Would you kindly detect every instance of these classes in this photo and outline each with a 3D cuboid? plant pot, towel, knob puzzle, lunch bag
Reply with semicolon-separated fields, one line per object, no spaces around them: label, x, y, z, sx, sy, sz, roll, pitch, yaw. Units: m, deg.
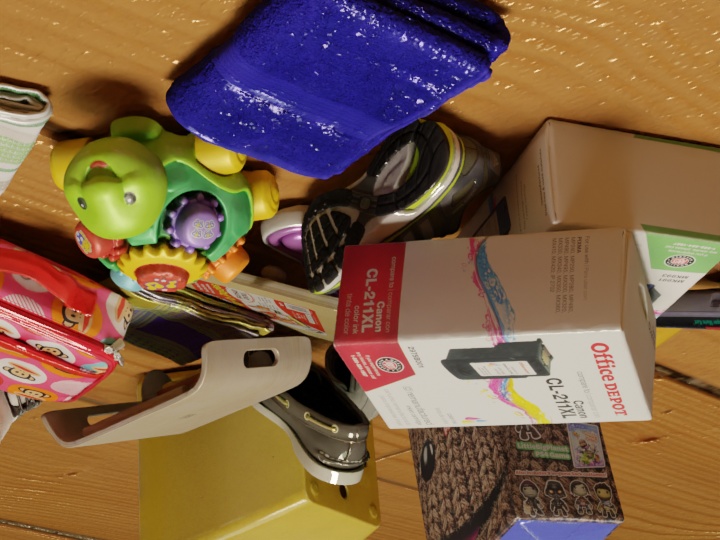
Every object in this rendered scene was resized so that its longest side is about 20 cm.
plant pot;-0.091;0.201;1.555;0.176;0.200;0.200;-20;150;27
towel;-0.178;0.045;1.352;0.144;0.023;0.200;20;159;-27
towel;-0.311;-0.085;1.088;0.149;0.031;0.200;11;155;-22
towel;-0.018;-0.120;0.980;0.148;0.050;0.200;13;153;-30
knob puzzle;-0.102;0.011;1.282;0.220;0.030;0.220;15;170;3
lunch bag;-0.289;0.029;1.259;0.200;0.082;0.176;25;151;-22

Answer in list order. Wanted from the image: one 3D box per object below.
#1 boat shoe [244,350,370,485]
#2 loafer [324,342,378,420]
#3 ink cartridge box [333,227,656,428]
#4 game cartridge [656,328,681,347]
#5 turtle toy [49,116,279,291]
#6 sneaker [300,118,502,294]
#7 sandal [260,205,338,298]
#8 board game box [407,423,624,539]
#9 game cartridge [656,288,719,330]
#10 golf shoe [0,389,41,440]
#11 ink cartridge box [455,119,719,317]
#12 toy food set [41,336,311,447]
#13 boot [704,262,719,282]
boat shoe;-0.051;0.116;1.410;0.072;0.202;0.060;2;117;-34
loafer;-0.001;0.087;1.444;0.070;0.070;0.200;10;147;-11
ink cartridge box;0.099;0.044;1.091;0.200;0.083;0.146;-4;149;18
game cartridge;0.167;0.068;1.380;0.176;0.032;0.200;15;137;-31
turtle toy;-0.146;-0.045;1.088;0.146;0.101;0.200;-6;156;14
sneaker;0.026;-0.036;1.131;0.081;0.074;0.200;10;149;-35
sandal;-0.005;0.002;1.261;0.082;0.050;0.203;-21;149;40
board game box;0.121;0.154;1.294;0.097;0.200;0.159;6;142;-21
game cartridge;0.318;0.029;1.236;0.130;0.038;0.200;-7;-179;-15
golf shoe;-0.313;0.098;1.375;0.094;0.200;0.078;-12;115;-4
ink cartridge box;0.166;-0.017;1.157;0.145;0.088;0.200;7;153;-17
toy food set;-0.159;0.099;1.353;0.200;0.060;0.143;-25;166;31
boot;0.359;-0.017;1.186;0.200;0.077;0.155;4;162;-26
